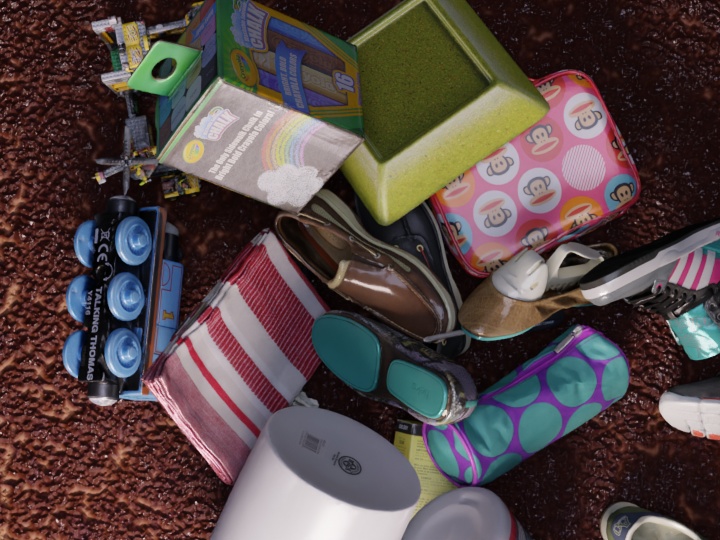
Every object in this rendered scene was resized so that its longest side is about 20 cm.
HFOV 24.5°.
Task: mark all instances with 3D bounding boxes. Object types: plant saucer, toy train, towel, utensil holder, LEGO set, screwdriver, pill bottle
[{"bbox_3d":[0.047,-0.176,1.593,0.199,0.048,0.201,-35,60,0],"label":"plant saucer"},{"bbox_3d":[-0.221,0.032,1.599,0.086,0.114,0.203,-3,78,36],"label":"toy train"},{"bbox_3d":[-0.103,0.078,1.547,0.201,0.023,0.145,-54,124,-28],"label":"towel"},{"bbox_3d":[-0.052,0.252,1.525,0.169,0.170,0.202,27,111,2],"label":"utensil holder"},{"bbox_3d":[-0.184,-0.174,1.604,0.152,0.116,0.203,-3,87,1],"label":"LEGO set"},{"bbox_3d":[0.129,0.050,1.568,0.029,0.199,0.028,-44,66,34],"label":"screwdriver"},{"bbox_3d":[0.129,0.308,1.543,0.119,0.120,0.201,-38,120,-1],"label":"pill bottle"}]

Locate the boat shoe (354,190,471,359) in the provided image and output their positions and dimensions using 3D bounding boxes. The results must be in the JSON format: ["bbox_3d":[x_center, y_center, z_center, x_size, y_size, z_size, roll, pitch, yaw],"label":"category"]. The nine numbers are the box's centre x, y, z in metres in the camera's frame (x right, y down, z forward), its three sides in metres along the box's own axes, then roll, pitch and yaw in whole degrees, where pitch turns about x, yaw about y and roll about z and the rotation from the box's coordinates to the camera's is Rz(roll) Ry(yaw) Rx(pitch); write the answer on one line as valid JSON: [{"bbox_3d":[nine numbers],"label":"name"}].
[{"bbox_3d":[0.043,-0.004,1.611,0.073,0.063,0.203,-24,87,37],"label":"boat shoe"}]

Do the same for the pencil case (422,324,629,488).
[{"bbox_3d":[0.157,0.126,1.572,0.199,0.085,0.093,-30,119,-22],"label":"pencil case"}]

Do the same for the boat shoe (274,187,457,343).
[{"bbox_3d":[-0.002,0.005,1.557,0.202,0.075,0.075,38,124,21],"label":"boat shoe"}]

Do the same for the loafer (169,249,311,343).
[{"bbox_3d":[-0.113,0.035,1.587,0.072,0.073,0.201,23,59,23],"label":"loafer"}]

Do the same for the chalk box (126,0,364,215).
[{"bbox_3d":[-0.112,-0.161,1.508,0.198,0.124,0.125,21,44,-27],"label":"chalk box"}]

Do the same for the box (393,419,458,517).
[{"bbox_3d":[0.062,0.250,1.606,0.074,0.050,0.203,8,87,-19],"label":"box"}]

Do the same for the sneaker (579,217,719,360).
[{"bbox_3d":[0.299,0.031,1.581,0.198,0.083,0.122,-20,94,-33],"label":"sneaker"}]

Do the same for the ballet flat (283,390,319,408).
[{"bbox_3d":[-0.054,0.163,1.614,0.199,0.072,0.072,38,89,2],"label":"ballet flat"}]

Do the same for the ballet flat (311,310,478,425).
[{"bbox_3d":[0.036,0.091,1.539,0.199,0.072,0.073,27,88,44],"label":"ballet flat"}]

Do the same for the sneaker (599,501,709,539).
[{"bbox_3d":[0.322,0.290,1.587,0.199,0.090,0.068,30,87,2],"label":"sneaker"}]

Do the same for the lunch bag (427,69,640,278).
[{"bbox_3d":[0.156,-0.104,1.612,0.198,0.082,0.178,-25,87,1],"label":"lunch bag"}]

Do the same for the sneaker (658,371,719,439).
[{"bbox_3d":[0.387,0.113,1.616,0.197,0.077,0.083,-2,60,0],"label":"sneaker"}]

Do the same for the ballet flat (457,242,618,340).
[{"bbox_3d":[0.174,0.009,1.565,0.068,0.198,0.073,47,133,35],"label":"ballet flat"}]
